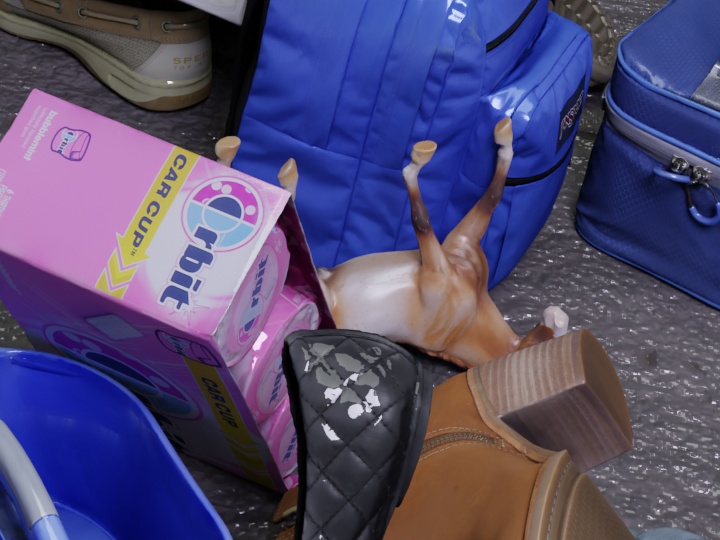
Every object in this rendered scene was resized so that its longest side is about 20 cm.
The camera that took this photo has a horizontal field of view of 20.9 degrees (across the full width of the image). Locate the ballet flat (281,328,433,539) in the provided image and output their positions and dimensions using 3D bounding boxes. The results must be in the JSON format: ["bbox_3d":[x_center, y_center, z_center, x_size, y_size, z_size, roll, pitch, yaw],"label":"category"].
[{"bbox_3d":[-0.026,0.117,0.692,0.056,0.202,0.066,16,3,-8],"label":"ballet flat"}]

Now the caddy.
[{"bbox_3d":[-0.129,0.109,0.733,0.140,0.106,0.200,-15,44,-27],"label":"caddy"}]

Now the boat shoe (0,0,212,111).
[{"bbox_3d":[-0.161,-0.162,1.113,0.073,0.064,0.200,-27,50,-38],"label":"boat shoe"}]

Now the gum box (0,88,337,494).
[{"bbox_3d":[-0.076,0.019,0.798,0.113,0.200,0.067,22,70,16],"label":"gum box"}]

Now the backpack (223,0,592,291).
[{"bbox_3d":[0.029,-0.102,0.963,0.166,0.201,0.163,16,37,10],"label":"backpack"}]

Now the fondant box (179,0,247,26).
[{"bbox_3d":[-0.109,-0.192,1.083,0.143,0.059,0.200,22,9,0],"label":"fondant box"}]

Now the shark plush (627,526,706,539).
[{"bbox_3d":[0.092,0.132,0.819,0.199,0.092,0.083,13,12,40],"label":"shark plush"}]

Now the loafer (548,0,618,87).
[{"bbox_3d":[0.061,-0.159,1.158,0.199,0.069,0.076,30,41,1],"label":"loafer"}]

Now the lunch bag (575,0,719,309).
[{"bbox_3d":[0.206,-0.081,1.029,0.135,0.133,0.200,27,40,22],"label":"lunch bag"}]

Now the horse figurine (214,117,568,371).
[{"bbox_3d":[0.000,0.000,0.908,0.198,0.134,0.050,-5,30,1],"label":"horse figurine"}]

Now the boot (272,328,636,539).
[{"bbox_3d":[0.026,0.110,0.734,0.154,0.077,0.201,-28,29,20],"label":"boot"}]
